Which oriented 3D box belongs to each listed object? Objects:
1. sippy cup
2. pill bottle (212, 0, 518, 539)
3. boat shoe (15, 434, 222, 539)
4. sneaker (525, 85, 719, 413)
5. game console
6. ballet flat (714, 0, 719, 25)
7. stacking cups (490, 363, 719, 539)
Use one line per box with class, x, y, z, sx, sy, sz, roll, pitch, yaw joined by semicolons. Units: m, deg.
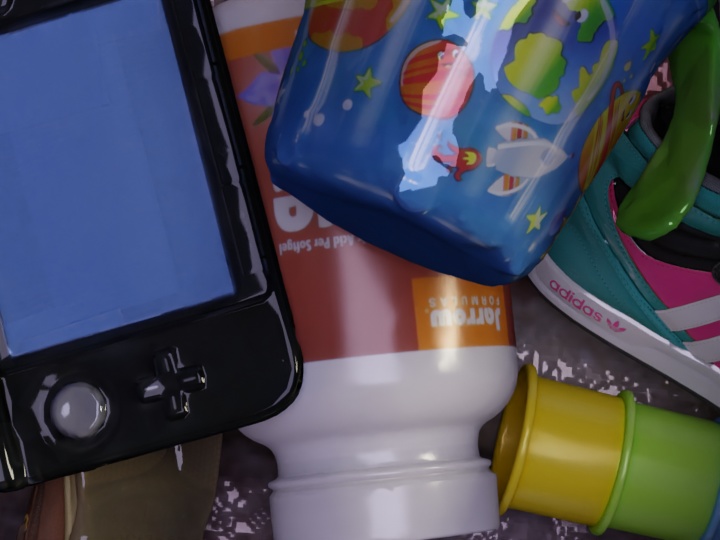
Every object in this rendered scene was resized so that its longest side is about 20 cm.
sippy cup;0.035;-0.070;0.716;0.177;0.140;0.131;24;83;4
pill bottle;0.000;0.000;0.817;0.112;0.112;0.201;-6;85;-3
boat shoe;-0.098;0.124;0.825;0.072;0.067;0.201;12;83;-26
sneaker;0.167;-0.006;0.814;0.199;0.121;0.084;27;44;4
game console;-0.130;-0.030;0.730;0.170;0.118;0.201;-16;83;8
ballet flat;0.163;-0.102;0.856;0.073;0.073;0.201;-1;85;-3
stacking cups;0.151;0.088;0.849;0.199;0.061;0.061;14;84;-6
